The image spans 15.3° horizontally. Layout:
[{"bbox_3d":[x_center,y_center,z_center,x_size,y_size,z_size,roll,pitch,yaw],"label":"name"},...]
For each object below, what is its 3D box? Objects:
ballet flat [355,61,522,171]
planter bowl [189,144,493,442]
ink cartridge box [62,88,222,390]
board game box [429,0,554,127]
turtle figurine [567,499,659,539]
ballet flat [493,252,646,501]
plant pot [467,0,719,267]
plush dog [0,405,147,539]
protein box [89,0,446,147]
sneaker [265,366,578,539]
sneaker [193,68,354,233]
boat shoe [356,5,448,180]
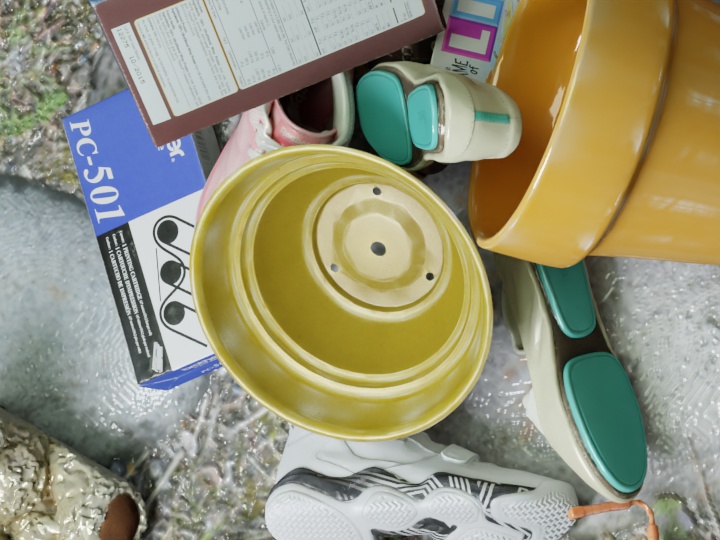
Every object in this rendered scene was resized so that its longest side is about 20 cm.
[{"bbox_3d":[0.051,-0.094,1.627,0.069,0.200,0.070,-2,99,-14],"label":"ballet flat"},{"bbox_3d":[0.000,0.000,1.678,0.200,0.083,0.201,9,117,18],"label":"planter bowl"},{"bbox_3d":[-0.132,-0.028,1.840,0.094,0.044,0.201,-23,74,19],"label":"ink cartridge box"},{"bbox_3d":[0.119,-0.161,1.713,0.134,0.034,0.201,13,89,1],"label":"board game box"},{"bbox_3d":[0.134,0.251,1.662,0.200,0.064,0.161,-36,76,-11],"label":"turtle figurine"},{"bbox_3d":[0.127,0.056,1.696,0.069,0.069,0.201,-20,74,22],"label":"ballet flat"},{"bbox_3d":[0.184,-0.085,1.607,0.183,0.200,0.201,17,91,-12],"label":"plant pot"},{"bbox_3d":[-0.273,0.178,1.831,0.172,0.200,0.160,-61,31,-4],"label":"plush dog"},{"bbox_3d":[-0.080,-0.221,1.684,0.199,0.135,0.199,-22,49,-1],"label":"protein box"},{"bbox_3d":[0.039,0.119,1.717,0.199,0.075,0.115,0,54,1],"label":"sneaker"},{"bbox_3d":[-0.057,-0.062,1.734,0.075,0.105,0.201,21,95,-6],"label":"sneaker"},{"bbox_3d":[0.029,-0.161,1.765,0.070,0.070,0.201,-20,79,19],"label":"boat shoe"}]
